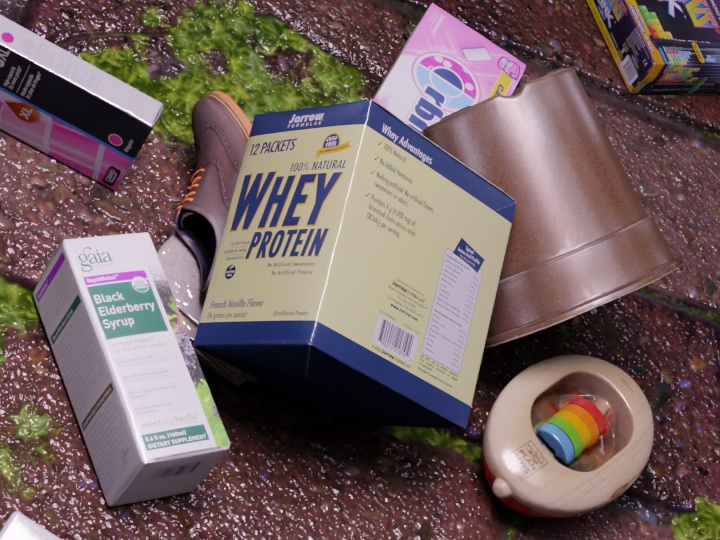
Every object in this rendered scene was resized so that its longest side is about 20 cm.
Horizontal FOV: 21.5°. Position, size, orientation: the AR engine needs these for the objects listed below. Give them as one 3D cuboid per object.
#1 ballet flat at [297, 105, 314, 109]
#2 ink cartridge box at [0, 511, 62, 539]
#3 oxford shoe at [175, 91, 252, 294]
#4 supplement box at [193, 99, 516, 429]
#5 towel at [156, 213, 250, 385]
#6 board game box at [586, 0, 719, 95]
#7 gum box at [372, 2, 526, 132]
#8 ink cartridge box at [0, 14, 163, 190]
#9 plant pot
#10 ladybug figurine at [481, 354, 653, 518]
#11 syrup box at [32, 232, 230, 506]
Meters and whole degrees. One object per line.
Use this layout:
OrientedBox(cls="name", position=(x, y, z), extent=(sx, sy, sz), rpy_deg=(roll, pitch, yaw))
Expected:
OrientedBox(cls="ballet flat", position=(-0.015, -0.073, 1.696), extent=(0.067, 0.046, 0.201), rpy_deg=(17, 37, -46))
OrientedBox(cls="ink cartridge box", position=(-0.229, 0.294, 1.329), extent=(0.161, 0.050, 0.201), rpy_deg=(34, 55, -6))
OrientedBox(cls="oxford shoe", position=(-0.121, -0.067, 1.592), extent=(0.072, 0.071, 0.202), rpy_deg=(-1, 57, -27))
OrientedBox(cls="supplement box", position=(0.000, 0.000, 1.524), extent=(0.199, 0.133, 0.202), rpy_deg=(31, 66, -42))
OrientedBox(cls="towel", position=(-0.103, -0.002, 1.622), extent=(0.132, 0.035, 0.201), rpy_deg=(37, 46, -3))
OrientedBox(cls="board game box", position=(0.333, -0.288, 2.081), extent=(0.164, 0.057, 0.202), rpy_deg=(-4, 60, -32))
OrientedBox(cls="gum box", position=(0.069, -0.152, 1.813), extent=(0.113, 0.066, 0.201), rpy_deg=(33, 47, -3))
OrientedBox(cls="ink cartridge box", position=(-0.271, -0.150, 1.588), extent=(0.199, 0.095, 0.037), rpy_deg=(30, 47, -8))
OrientedBox(cls="plant pot", position=(0.156, -0.060, 1.668), extent=(0.199, 0.199, 0.200), rpy_deg=(-22, 90, -40))
OrientedBox(cls="ladybug figurine", position=(0.173, 0.151, 1.648), extent=(0.199, 0.072, 0.136), rpy_deg=(-26, 72, -41))
OrientedBox(cls="syrup box", position=(-0.182, 0.075, 1.486), extent=(0.078, 0.082, 0.202), rpy_deg=(-6, 62, -35))
